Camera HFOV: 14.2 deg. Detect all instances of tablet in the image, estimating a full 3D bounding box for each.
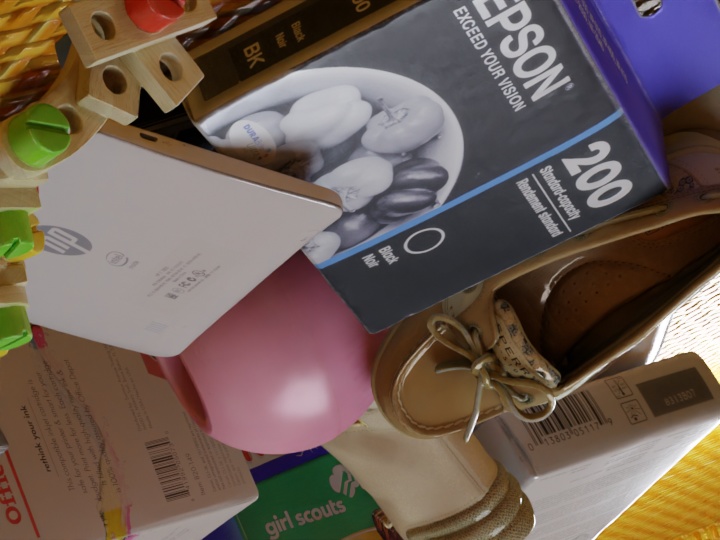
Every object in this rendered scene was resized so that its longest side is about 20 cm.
[{"bbox_3d":[-0.101,-0.011,1.171,0.130,0.014,0.200,18,155,-18],"label":"tablet"}]

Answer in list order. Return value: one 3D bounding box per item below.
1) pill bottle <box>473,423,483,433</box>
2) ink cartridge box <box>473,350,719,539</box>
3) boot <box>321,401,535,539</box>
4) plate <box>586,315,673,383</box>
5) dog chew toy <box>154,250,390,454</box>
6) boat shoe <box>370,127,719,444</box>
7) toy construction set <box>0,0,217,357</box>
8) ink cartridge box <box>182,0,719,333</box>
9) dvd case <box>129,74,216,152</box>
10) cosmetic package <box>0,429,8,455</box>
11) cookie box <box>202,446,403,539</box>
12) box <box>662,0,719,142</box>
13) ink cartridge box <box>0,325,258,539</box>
[{"bbox_3d":[0.054,0.030,1.569,0.113,0.114,0.200,-21,168,-13],"label":"pill bottle"},{"bbox_3d":[0.093,0.129,1.618,0.162,0.057,0.200,-15,159,-41],"label":"ink cartridge box"},{"bbox_3d":[0.001,0.082,1.504,0.072,0.155,0.200,-45,-163,-17],"label":"boot"},{"bbox_3d":[0.127,0.055,1.711,0.200,0.032,0.200,-43,-169,32],"label":"plate"},{"bbox_3d":[0.000,0.000,1.346,0.200,0.125,0.125,-28,169,-14],"label":"dog chew toy"},{"bbox_3d":[0.086,0.013,1.256,0.200,0.073,0.063,-39,-160,18],"label":"boat shoe"},{"bbox_3d":[-0.131,-0.028,0.994,0.131,0.092,0.200,-1,146,-45],"label":"toy construction set"},{"bbox_3d":[0.052,-0.070,1.156,0.200,0.043,0.198,-29,147,7],"label":"ink cartridge box"},{"bbox_3d":[-0.025,-0.066,1.230,0.199,0.025,0.150,-18,166,-20],"label":"dvd case"},{"bbox_3d":[-0.272,0.093,1.297,0.200,0.090,0.107,-34,167,28],"label":"cosmetic package"},{"bbox_3d":[-0.047,0.151,1.684,0.171,0.200,0.075,-14,163,-41],"label":"cookie box"},{"bbox_3d":[0.176,-0.076,1.291,0.200,0.078,0.095,-19,-157,28],"label":"box"},{"bbox_3d":[-0.162,0.092,1.426,0.200,0.117,0.067,-11,163,-41],"label":"ink cartridge box"}]
